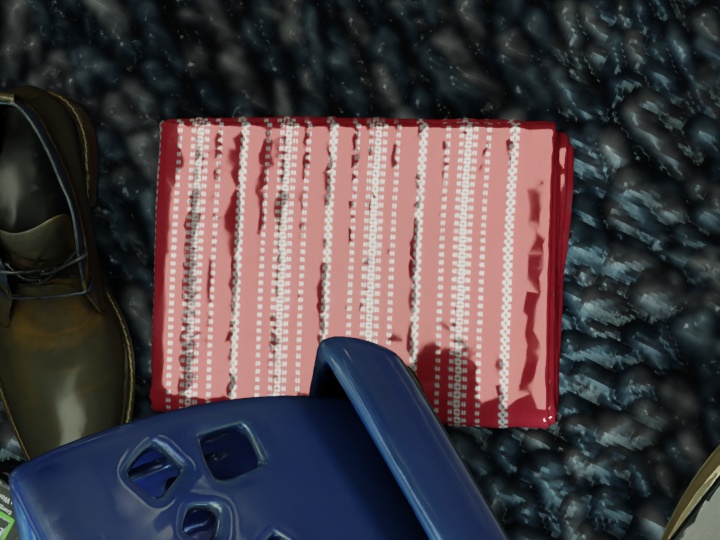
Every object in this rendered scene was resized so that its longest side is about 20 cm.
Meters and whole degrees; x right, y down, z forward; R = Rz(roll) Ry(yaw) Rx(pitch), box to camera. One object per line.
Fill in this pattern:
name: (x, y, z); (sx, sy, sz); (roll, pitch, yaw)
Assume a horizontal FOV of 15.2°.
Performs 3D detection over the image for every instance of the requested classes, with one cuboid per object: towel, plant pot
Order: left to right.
plant pot: (-0.028, 0.153, 1.173); (0.179, 0.200, 0.201); (-28, 75, -12)
towel: (0.000, 0.000, 1.278); (0.199, 0.022, 0.146); (2, 88, 10)

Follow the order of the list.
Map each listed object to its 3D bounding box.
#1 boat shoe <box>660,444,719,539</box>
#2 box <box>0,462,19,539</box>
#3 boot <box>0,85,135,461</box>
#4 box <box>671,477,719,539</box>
boat shoe: (0.200, 0.079, 1.213); (0.200, 0.065, 0.072); (-47, 66, 1)
box: (-0.266, 0.148, 1.283); (0.199, 0.048, 0.194); (29, 92, 12)
boot: (-0.154, 0.010, 1.260); (0.074, 0.097, 0.201); (-10, 84, 7)
box: (0.218, 0.152, 1.114); (0.193, 0.048, 0.200); (39, 97, 6)
